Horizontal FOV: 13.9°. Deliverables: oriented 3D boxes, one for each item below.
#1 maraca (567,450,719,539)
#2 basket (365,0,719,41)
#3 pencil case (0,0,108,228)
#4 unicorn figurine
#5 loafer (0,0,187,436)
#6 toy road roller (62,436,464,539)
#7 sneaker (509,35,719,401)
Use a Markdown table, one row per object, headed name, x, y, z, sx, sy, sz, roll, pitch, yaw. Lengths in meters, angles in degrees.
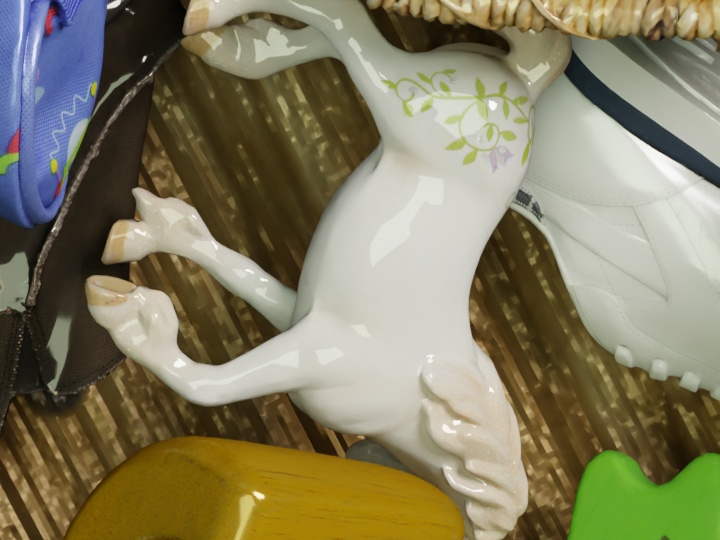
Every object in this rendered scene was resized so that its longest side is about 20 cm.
| name | x | y | z | sx | sy | sz | roll | pitch | yaw |
| --- | --- | --- | --- | --- | --- | --- | --- | --- | --- |
| maraca | 0.060 | 0.143 | 0.835 | 0.137 | 0.107 | 0.200 | 49 | 115 | 32 |
| basket | 0.083 | -0.156 | 0.705 | 0.143 | 0.149 | 0.200 | 23 | 121 | 44 |
| pencil case | -0.160 | -0.072 | 0.750 | 0.200 | 0.078 | 0.087 | 13 | 129 | 3 |
| unicorn figurine | 0.000 | 0.000 | 0.809 | 0.137 | 0.074 | 0.200 | 21 | 118 | -3 |
| loafer | -0.095 | 0.000 | 0.861 | 0.071 | 0.073 | 0.200 | 29 | 108 | -6 |
| toy road roller | -0.055 | 0.104 | 0.801 | 0.200 | 0.123 | 0.146 | 28 | 100 | 46 |
| sneaker | 0.116 | 0.007 | 0.843 | 0.200 | 0.076 | 0.081 | 42 | 113 | 2 |
